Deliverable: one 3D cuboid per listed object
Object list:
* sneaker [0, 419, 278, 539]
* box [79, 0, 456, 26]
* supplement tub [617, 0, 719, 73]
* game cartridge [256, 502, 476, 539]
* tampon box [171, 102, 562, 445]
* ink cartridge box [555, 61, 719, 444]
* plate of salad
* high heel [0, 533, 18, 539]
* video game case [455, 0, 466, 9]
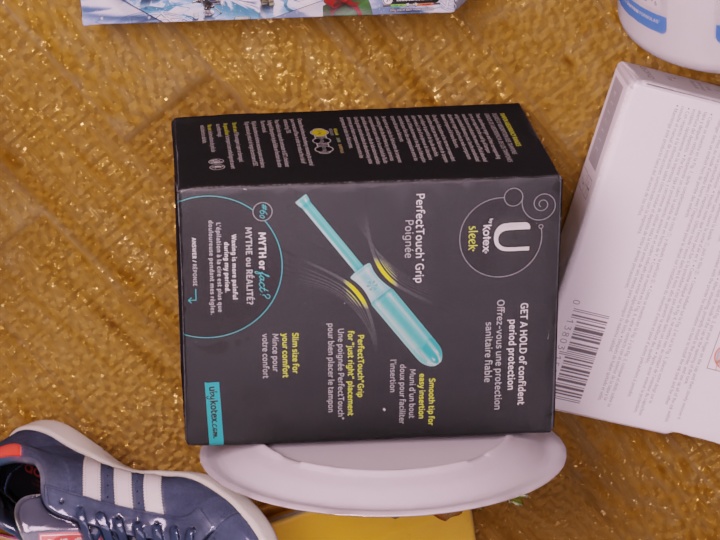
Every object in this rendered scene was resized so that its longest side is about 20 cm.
[{"bbox_3d":[-0.138,0.145,1.197,0.199,0.084,0.075,15,114,31],"label":"sneaker"},{"bbox_3d":[-0.051,-0.200,1.126,0.199,0.040,0.138,-1,119,2],"label":"box"},{"bbox_3d":[0.193,-0.213,1.097,0.131,0.132,0.201,-6,124,-3],"label":"supplement tub"},{"bbox_3d":[-0.009,0.219,1.300,0.175,0.032,0.201,-16,116,-16],"label":"game cartridge"},{"bbox_3d":[0.000,0.000,1.182,0.199,0.126,0.151,-2,112,-6],"label":"tampon box"},{"bbox_3d":[0.201,-0.001,1.246,0.175,0.045,0.201,14,110,-10],"label":"ink cartridge box"},{"bbox_3d":[0.012,0.107,1.186,0.199,0.200,0.048,-2,105,-5],"label":"plate of salad"},{"bbox_3d":[-0.182,0.163,1.258,0.199,0.067,0.096,30,112,-19],"label":"high heel"},{"bbox_3d":[0.048,-0.267,1.138,0.182,0.022,0.200,-42,110,11],"label":"video game case"}]
